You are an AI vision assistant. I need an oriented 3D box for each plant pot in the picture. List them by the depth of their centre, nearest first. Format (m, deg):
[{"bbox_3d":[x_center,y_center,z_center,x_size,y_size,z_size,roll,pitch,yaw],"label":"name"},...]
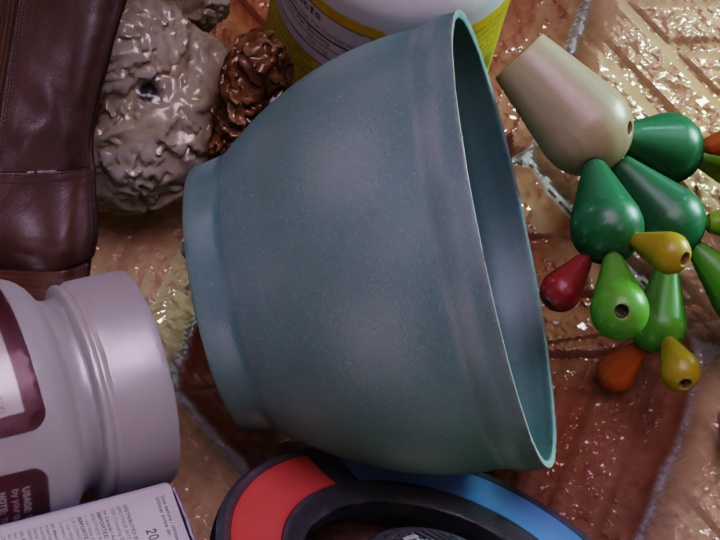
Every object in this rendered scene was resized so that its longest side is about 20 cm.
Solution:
[{"bbox_3d":[0.000,0.000,1.216,0.133,0.201,0.201,-12,58,9],"label":"plant pot"}]

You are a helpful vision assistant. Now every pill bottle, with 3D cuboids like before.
[{"bbox_3d":[-0.185,0.067,1.184,0.199,0.114,0.115,-13,61,-18],"label":"pill bottle"},{"bbox_3d":[0.015,-0.133,1.296,0.110,0.200,0.112,5,57,-8],"label":"pill bottle"}]

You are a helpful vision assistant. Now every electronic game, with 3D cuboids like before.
[{"bbox_3d":[0.032,0.138,1.179,0.199,0.042,0.200,16,29,-9],"label":"electronic game"}]

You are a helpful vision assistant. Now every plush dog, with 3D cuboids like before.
[{"bbox_3d":[-0.117,-0.108,1.312,0.199,0.160,0.173,-17,72,18],"label":"plush dog"}]

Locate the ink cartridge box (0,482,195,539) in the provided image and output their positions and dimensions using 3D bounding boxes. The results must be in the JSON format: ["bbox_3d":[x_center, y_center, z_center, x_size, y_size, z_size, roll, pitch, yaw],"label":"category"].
[{"bbox_3d":[-0.122,0.175,1.149,0.199,0.076,0.137,-14,62,-17],"label":"ink cartridge box"}]

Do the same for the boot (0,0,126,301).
[{"bbox_3d":[-0.195,-0.090,1.233,0.185,0.201,0.064,6,18,-7],"label":"boot"}]

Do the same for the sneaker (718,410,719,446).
[{"bbox_3d":[0.240,0.019,1.313,0.086,0.080,0.200,29,58,7],"label":"sneaker"}]

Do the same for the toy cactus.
[{"bbox_3d":[0.126,-0.037,1.309,0.165,0.102,0.200,47,46,-1],"label":"toy cactus"}]
